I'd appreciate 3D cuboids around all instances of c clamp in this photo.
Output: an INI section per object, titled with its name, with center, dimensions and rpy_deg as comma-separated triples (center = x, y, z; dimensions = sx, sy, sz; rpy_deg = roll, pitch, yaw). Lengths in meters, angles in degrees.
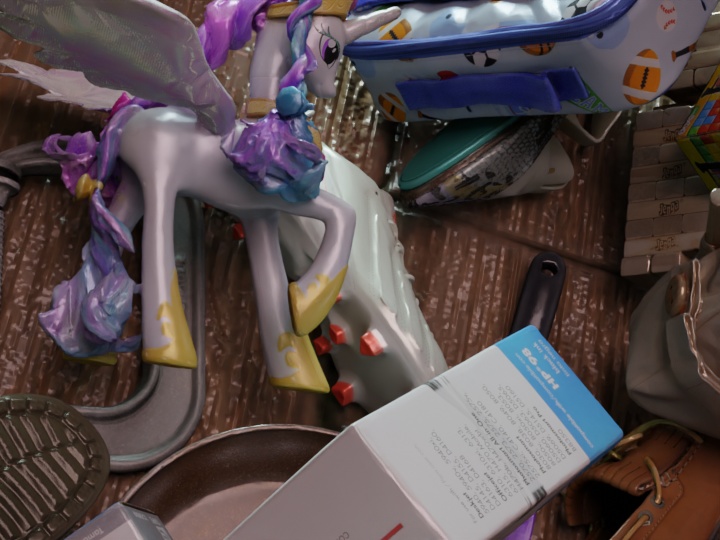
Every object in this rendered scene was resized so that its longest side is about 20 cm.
[c clamp]
center = -0.152, 0.018, 0.890
dimensions = 0.170, 0.027, 0.201
rpy_deg = 10, 62, -13

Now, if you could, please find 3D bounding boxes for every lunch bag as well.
[lunch bag]
center = 0.091, -0.142, 0.960
dimensions = 0.161, 0.199, 0.076
rpy_deg = -55, 127, -33

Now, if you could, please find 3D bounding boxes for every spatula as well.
[spatula]
center = 0.072, 0.073, 0.940
dimensions = 0.056, 0.021, 0.201
rpy_deg = 17, 58, 3

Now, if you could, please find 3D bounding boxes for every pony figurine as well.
[pony figurine]
center = -0.083, -0.055, 0.859
dimensions = 0.192, 0.167, 0.202
rpy_deg = 8, 82, -8

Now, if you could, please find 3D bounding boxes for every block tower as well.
[block tower]
center = 0.182, -0.088, 1.007
dimensions = 0.058, 0.054, 0.201
rpy_deg = 24, 67, -47

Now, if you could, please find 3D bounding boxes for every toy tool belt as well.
[toy tool belt]
center = 0.232, 0.033, 0.887
dimensions = 0.199, 0.123, 0.125
rpy_deg = 19, 42, -9

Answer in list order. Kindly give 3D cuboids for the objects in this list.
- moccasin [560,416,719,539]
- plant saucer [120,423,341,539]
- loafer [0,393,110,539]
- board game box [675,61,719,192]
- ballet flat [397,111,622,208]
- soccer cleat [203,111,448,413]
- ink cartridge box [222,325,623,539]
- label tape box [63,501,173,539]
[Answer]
[moccasin]
center = 0.129, 0.116, 0.909
dimensions = 0.078, 0.074, 0.202
rpy_deg = 36, 60, -3
[plant saucer]
center = -0.031, 0.168, 0.850
dimensions = 0.199, 0.032, 0.201
rpy_deg = 7, 64, -15
[loafer]
center = -0.195, 0.122, 0.799
dimensions = 0.199, 0.067, 0.076
rpy_deg = -32, 81, -28
[board game box]
center = 0.266, -0.054, 0.998
dimensions = 0.200, 0.057, 0.166
rpy_deg = 51, 56, -26
[ballet flat]
center = 0.099, -0.083, 1.006
dimensions = 0.072, 0.072, 0.200
rpy_deg = 39, 60, 4
[soccer cleat]
center = 0.000, 0.000, 0.929
dimensions = 0.077, 0.069, 0.200
rpy_deg = -27, 73, -31
[ink cartridge box]
center = 0.012, 0.101, 0.764
dimensions = 0.067, 0.116, 0.200
rpy_deg = 52, 31, 10
[label tape box]
center = -0.096, 0.216, 0.757
dimensions = 0.144, 0.063, 0.201
rpy_deg = -34, 76, -2
